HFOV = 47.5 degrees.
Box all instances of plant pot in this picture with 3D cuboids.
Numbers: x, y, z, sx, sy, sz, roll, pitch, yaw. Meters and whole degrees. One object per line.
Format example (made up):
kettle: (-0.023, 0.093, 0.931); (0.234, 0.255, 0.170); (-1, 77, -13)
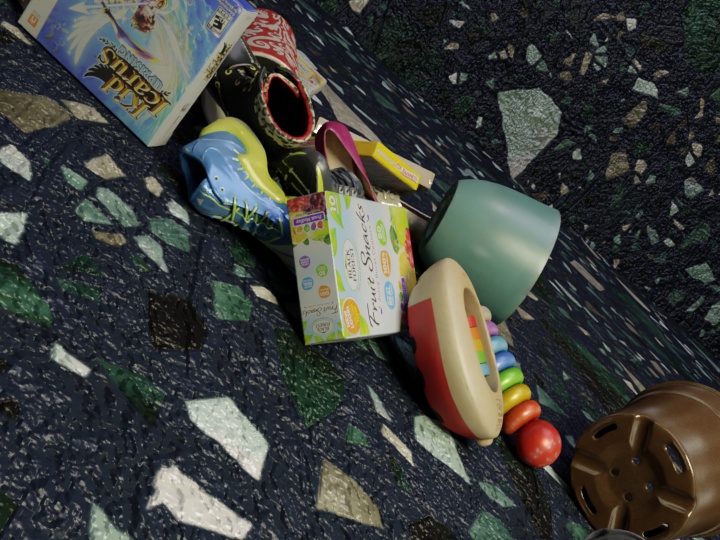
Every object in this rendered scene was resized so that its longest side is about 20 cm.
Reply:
plant pot: (0.185, -0.045, 1.259); (0.159, 0.202, 0.201); (30, 19, -4)
plant pot: (0.365, 0.243, 1.007); (0.197, 0.201, 0.201); (4, 41, -50)

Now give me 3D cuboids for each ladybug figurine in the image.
ladybug figurine: (0.100, 0.090, 0.881); (0.135, 0.071, 0.204); (24, 50, -66)

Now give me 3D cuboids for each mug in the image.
mug: (-0.158, -0.281, 1.106); (0.176, 0.134, 0.201); (29, 30, -22)

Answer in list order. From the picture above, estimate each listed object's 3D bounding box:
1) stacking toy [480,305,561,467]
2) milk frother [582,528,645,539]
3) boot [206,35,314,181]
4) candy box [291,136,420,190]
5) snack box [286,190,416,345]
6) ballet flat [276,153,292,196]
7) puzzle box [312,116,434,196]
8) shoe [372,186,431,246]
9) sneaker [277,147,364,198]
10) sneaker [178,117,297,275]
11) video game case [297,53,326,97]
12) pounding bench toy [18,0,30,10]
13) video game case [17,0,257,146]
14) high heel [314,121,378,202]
stacking toy: (0.171, 0.145, 0.986); (0.085, 0.085, 0.202); (9, 44, -59)
milk frother: (0.312, 0.308, 0.709); (0.187, 0.200, 0.182); (28, 26, -35)
boot: (-0.116, -0.211, 0.916); (0.153, 0.073, 0.207); (-22, -91, 67)
candy box: (-0.016, -0.156, 1.171); (0.198, 0.027, 0.102); (14, -10, 45)
snack box: (0.000, 0.000, 0.869); (0.199, 0.052, 0.145); (3, 77, -63)
ballet flat: (-0.081, -0.129, 1.080); (0.072, 0.072, 0.200); (42, 17, 0)
puzzle box: (0.002, -0.168, 1.243); (0.197, 0.026, 0.133); (24, -8, -17)
shoe: (0.061, -0.097, 1.321); (0.199, 0.053, 0.070); (33, 20, -28)
sneaker: (-0.039, -0.093, 0.932); (0.074, 0.081, 0.200); (48, -9, 13)
sneaker: (-0.122, -0.061, 0.862); (0.104, 0.076, 0.201); (-31, 83, -41)
video game case: (-0.172, -0.320, 1.259); (0.200, 0.023, 0.182); (43, 45, 2)
pounding bench toy: (-0.296, -0.351, 0.973); (0.125, 0.156, 0.199); (48, 19, 18)
video game case: (-0.238, -0.267, 0.866); (0.200, 0.182, 0.045); (42, 19, 2)
high heel: (-0.008, -0.092, 1.049); (0.096, 0.066, 0.204); (-63, 139, -82)
